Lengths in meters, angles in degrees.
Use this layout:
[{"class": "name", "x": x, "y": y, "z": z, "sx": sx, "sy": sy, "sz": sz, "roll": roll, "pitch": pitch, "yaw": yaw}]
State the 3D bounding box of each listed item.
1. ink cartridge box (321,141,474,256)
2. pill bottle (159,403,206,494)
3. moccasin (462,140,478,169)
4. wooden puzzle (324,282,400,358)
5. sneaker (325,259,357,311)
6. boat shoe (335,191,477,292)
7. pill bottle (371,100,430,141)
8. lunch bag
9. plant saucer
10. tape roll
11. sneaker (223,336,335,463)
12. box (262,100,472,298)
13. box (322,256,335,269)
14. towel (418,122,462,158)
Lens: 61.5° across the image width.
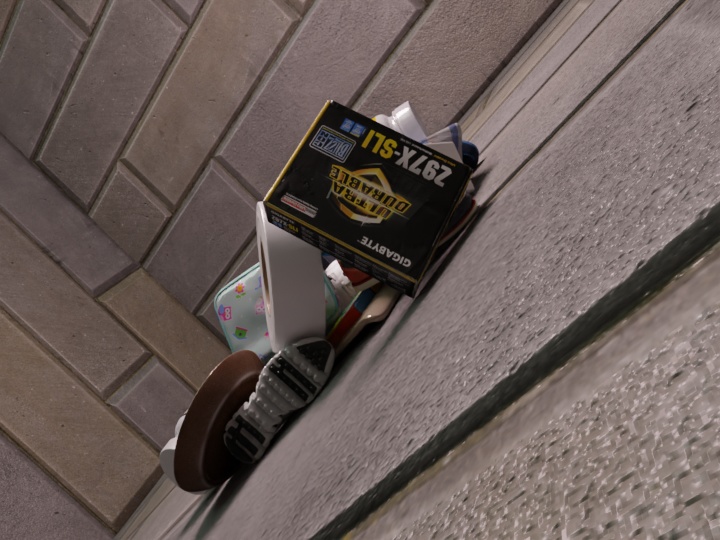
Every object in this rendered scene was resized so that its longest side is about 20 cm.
[{"class": "ink cartridge box", "x": 0.040, "y": -0.101, "z": 0.853, "sx": 0.195, "sy": 0.087, "sz": 0.146, "roll": -13, "pitch": -18, "yaw": -37}, {"class": "pill bottle", "x": -0.234, "y": 0.255, "z": 0.998, "sx": 0.116, "sy": 0.116, "sz": 0.201, "roll": -44, "pitch": 6, "yaw": 39}, {"class": "moccasin", "x": 0.113, "y": -0.174, "z": 1.068, "sx": 0.194, "sy": 0.081, "sz": 0.070, "roll": -7, "pitch": 50, "yaw": 29}, {"class": "wooden puzzle", "x": 0.002, "y": 0.050, "z": 0.853, "sx": 0.200, "sy": 0.037, "sz": 0.186, "roll": -46, "pitch": 6, "yaw": 44}, {"class": "sneaker", "x": 0.000, "y": 0.000, "z": 1.010, "sx": 0.201, "sy": 0.074, "sz": 0.100, "roll": -50, "pitch": 17, "yaw": 1}, {"class": "boat shoe", "x": 0.055, "y": -0.048, "z": 0.768, "sx": 0.197, "sy": 0.063, "sz": 0.071, "roll": -32, "pitch": 13, "yaw": 19}, {"class": "pill bottle", "x": 0.022, "y": -0.184, "z": 1.009, "sx": 0.197, "sy": 0.116, "sz": 0.115, "roll": -31, "pitch": 9, "yaw": 17}, {"class": "lunch bag", "x": -0.130, "y": 0.056, "z": 0.980, "sx": 0.196, "sy": 0.163, "sz": 0.077, "roll": -31, "pitch": -21, "yaw": 1}, {"class": "plant saucer", "x": -0.180, "y": 0.213, "z": 0.840, "sx": 0.204, "sy": 0.034, "sz": 0.202, "roll": 89, "pitch": -154, "yaw": -45}, {"class": "tape roll", "x": -0.099, "y": 0.005, "z": 0.832, "sx": 0.068, "sy": 0.210, "sz": 0.202, "roll": -7, "pitch": -5, "yaw": -12}, {"class": "sneaker", "x": -0.103, "y": 0.160, "z": 0.801, "sx": 0.201, "sy": 0.075, "sz": 0.081, "roll": -48, "pitch": -5, "yaw": 16}, {"class": "box", "x": 0.011, "y": -0.087, "z": 0.699, "sx": 0.162, "sy": 0.195, "sz": 0.050, "roll": -59, "pitch": -10, "yaw": -23}, {"class": "box", "x": -0.093, "y": 0.006, "z": 1.663, "sx": 0.198, "sy": 0.123, "sz": 0.201, "roll": -45, "pitch": 6, "yaw": 31}, {"class": "towel", "x": 0.073, "y": -0.149, "z": 0.948, "sx": 0.195, "sy": 0.024, "sz": 0.147, "roll": -27, "pitch": -17, "yaw": 2}]
